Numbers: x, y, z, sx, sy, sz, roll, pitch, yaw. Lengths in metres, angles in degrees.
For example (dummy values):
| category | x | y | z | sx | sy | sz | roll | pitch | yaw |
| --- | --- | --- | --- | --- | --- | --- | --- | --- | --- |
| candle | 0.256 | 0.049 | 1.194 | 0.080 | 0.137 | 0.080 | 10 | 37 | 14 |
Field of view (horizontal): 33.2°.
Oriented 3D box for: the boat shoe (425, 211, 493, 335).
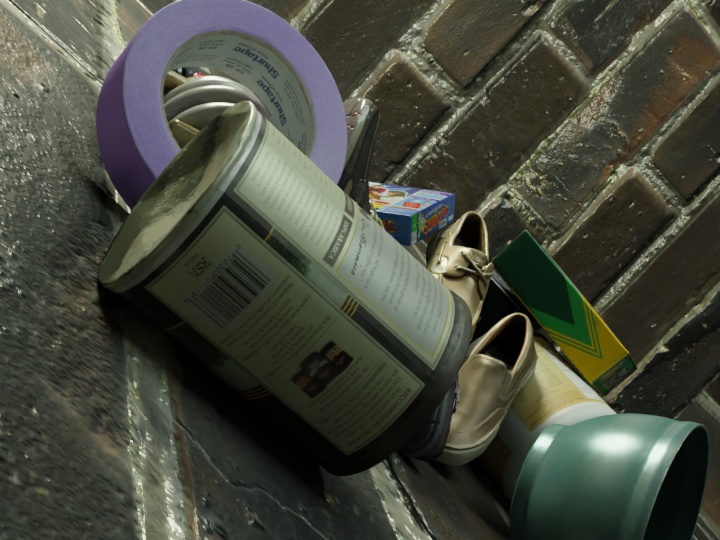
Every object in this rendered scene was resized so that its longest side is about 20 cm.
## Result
| category | x | y | z | sx | sy | sz | roll | pitch | yaw |
| --- | --- | --- | --- | --- | --- | --- | --- | --- | --- |
| boat shoe | 0.104 | 0.002 | 1.276 | 0.071 | 0.065 | 0.201 | 33 | 29 | -17 |

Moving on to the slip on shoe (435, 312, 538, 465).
| category | x | y | z | sx | sy | sz | roll | pitch | yaw |
| --- | --- | --- | --- | --- | --- | --- | --- | --- | --- |
| slip on shoe | 0.118 | 0.110 | 1.163 | 0.075 | 0.061 | 0.199 | 25 | 37 | 25 |

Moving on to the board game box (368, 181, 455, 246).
| category | x | y | z | sx | sy | sz | roll | pitch | yaw |
| --- | --- | --- | --- | --- | --- | --- | --- | --- | --- |
| board game box | -0.009 | -0.071 | 1.346 | 0.197 | 0.035 | 0.135 | 10 | 18 | 24 |

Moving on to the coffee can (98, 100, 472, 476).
| category | x | y | z | sx | sy | sz | roll | pitch | yaw |
| --- | --- | --- | --- | --- | --- | --- | --- | --- | --- |
| coffee can | -0.046 | 0.013 | 0.775 | 0.200 | 0.146 | 0.147 | 42 | 7 | -20 |

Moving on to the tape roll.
| category | x | y | z | sx | sy | sz | roll | pitch | yaw |
| --- | --- | --- | --- | --- | --- | --- | --- | --- | --- |
| tape roll | -0.110 | -0.117 | 0.980 | 0.200 | 0.201 | 0.065 | 43 | -34 | -12 |

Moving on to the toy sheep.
| category | x | y | z | sx | sy | sz | roll | pitch | yaw |
| --- | --- | --- | --- | --- | --- | --- | --- | --- | --- |
| toy sheep | -0.135 | -0.106 | 1.076 | 0.138 | 0.137 | 0.202 | 38 | 23 | -41 |

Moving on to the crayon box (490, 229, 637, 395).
| category | x | y | z | sx | sy | sz | roll | pitch | yaw |
| --- | --- | --- | --- | --- | --- | --- | --- | --- | --- |
| crayon box | 0.235 | 0.053 | 1.367 | 0.173 | 0.058 | 0.200 | 51 | 6 | 17 |

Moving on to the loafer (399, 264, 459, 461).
| category | x | y | z | sx | sy | sz | roll | pitch | yaw |
| --- | --- | --- | --- | --- | --- | --- | --- | --- | --- |
| loafer | 0.063 | 0.084 | 1.092 | 0.063 | 0.071 | 0.202 | 37 | 37 | -40 |

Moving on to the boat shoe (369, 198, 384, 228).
| category | x | y | z | sx | sy | sz | roll | pitch | yaw |
| --- | --- | --- | --- | --- | --- | --- | --- | --- | --- |
| boat shoe | -0.032 | -0.079 | 1.137 | 0.203 | 0.072 | 0.060 | 59 | -5 | -6 |

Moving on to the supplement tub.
| category | x | y | z | sx | sy | sz | roll | pitch | yaw |
| --- | --- | --- | --- | --- | --- | --- | --- | --- | --- |
| supplement tub | 0.189 | 0.169 | 1.273 | 0.144 | 0.144 | 0.200 | 37 | 10 | -45 |

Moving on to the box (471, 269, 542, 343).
| category | x | y | z | sx | sy | sz | roll | pitch | yaw |
| --- | --- | --- | --- | --- | --- | --- | --- | --- | --- |
| box | 0.125 | 0.070 | 1.464 | 0.107 | 0.149 | 0.200 | 46 | 7 | 18 |

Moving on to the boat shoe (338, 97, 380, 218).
| category | x | y | z | sx | sy | sz | roll | pitch | yaw |
| --- | --- | --- | --- | --- | --- | --- | --- | --- | --- |
| boat shoe | -0.029 | -0.056 | 1.080 | 0.073 | 0.202 | 0.074 | 31 | -10 | -37 |

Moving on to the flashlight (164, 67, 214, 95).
| category | x | y | z | sx | sy | sz | roll | pitch | yaw |
| --- | --- | --- | --- | --- | --- | --- | --- | --- | --- |
| flashlight | -0.130 | -0.155 | 1.184 | 0.198 | 0.069 | 0.068 | 30 | -24 | -10 |

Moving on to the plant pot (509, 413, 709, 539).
| category | x | y | z | sx | sy | sz | roll | pitch | yaw |
| --- | --- | --- | --- | --- | --- | --- | --- | --- | --- |
| plant pot | 0.215 | 0.214 | 1.081 | 0.133 | 0.203 | 0.200 | 17 | -8 | 29 |
